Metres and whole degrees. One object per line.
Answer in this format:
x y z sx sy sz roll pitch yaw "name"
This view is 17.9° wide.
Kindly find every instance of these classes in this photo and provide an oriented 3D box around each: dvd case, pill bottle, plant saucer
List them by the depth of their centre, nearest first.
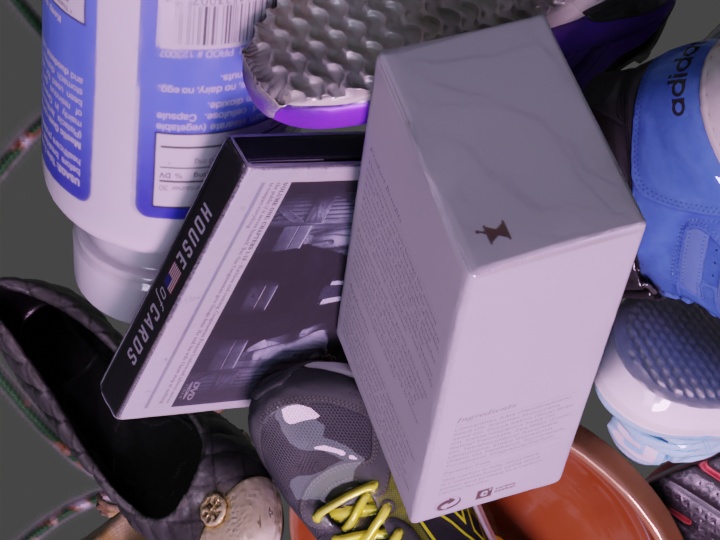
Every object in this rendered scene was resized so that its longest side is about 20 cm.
-0.078 -0.078 0.957 0.111 0.112 0.201 8 127 2 "pill bottle"
0.000 0.000 0.988 0.199 0.025 0.151 -3 137 -37 "dvd case"
0.062 0.135 1.065 0.199 0.032 0.201 15 127 20 "plant saucer"

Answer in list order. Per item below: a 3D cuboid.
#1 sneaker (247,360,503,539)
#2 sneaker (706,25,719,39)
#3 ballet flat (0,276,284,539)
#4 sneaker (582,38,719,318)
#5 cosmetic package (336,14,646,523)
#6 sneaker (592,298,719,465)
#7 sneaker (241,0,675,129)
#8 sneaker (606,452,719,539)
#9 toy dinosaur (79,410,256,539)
0.024 0.124 0.991 0.074 0.085 0.200 -36 107 21 "sneaker"
0.183 -0.073 0.914 0.070 0.109 0.200 37 121 -9 "sneaker"
-0.109 0.072 1.038 0.067 0.200 0.057 -53 146 2 "ballet flat"
0.153 0.000 0.900 0.111 0.077 0.200 -9 124 44 "sneaker"
0.045 0.005 0.892 0.071 0.102 0.200 -15 151 -14 "cosmetic package"
0.137 0.057 0.973 0.074 0.200 0.082 38 109 18 "sneaker"
0.047 -0.083 0.922 0.199 0.070 0.100 -22 143 -19 "sneaker"
0.147 0.125 1.091 0.074 0.087 0.200 38 132 -2 "sneaker"
-0.074 0.100 1.092 0.199 0.101 0.058 -28 120 21 "toy dinosaur"
